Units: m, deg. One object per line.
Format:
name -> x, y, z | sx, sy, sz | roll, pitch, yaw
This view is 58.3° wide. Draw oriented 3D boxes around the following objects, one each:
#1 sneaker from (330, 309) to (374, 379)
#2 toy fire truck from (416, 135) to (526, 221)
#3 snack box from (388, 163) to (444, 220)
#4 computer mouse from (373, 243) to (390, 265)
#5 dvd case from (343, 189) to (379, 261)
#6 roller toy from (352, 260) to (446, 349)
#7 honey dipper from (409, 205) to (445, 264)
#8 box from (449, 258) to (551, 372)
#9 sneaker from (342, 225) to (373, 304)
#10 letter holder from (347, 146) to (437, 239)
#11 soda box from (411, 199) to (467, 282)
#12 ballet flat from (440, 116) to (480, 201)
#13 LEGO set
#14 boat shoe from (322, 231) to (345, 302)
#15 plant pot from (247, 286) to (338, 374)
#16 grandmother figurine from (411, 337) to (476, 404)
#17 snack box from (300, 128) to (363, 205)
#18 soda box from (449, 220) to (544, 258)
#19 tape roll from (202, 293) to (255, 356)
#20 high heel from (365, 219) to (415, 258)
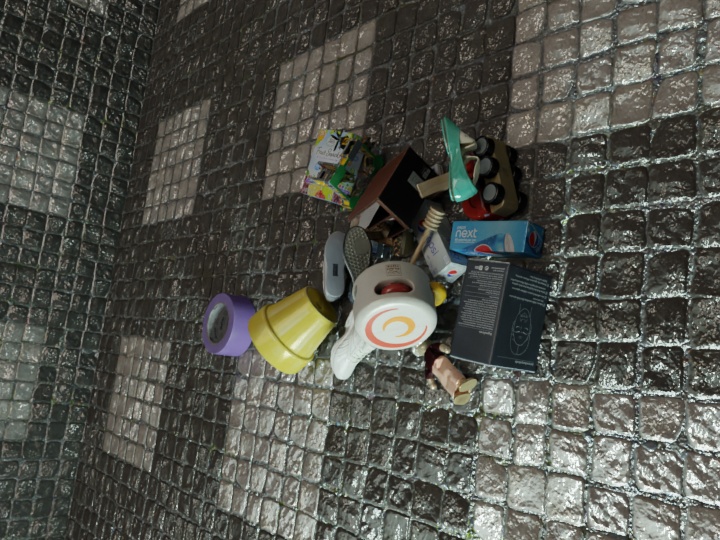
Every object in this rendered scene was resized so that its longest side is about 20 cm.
sneaker -> -0.008, 0.193, 1.639 | 0.099, 0.078, 0.200 | 28, 102, 45
toy fire truck -> 0.240, -0.181, 1.430 | 0.200, 0.129, 0.176 | -31, 57, 46
snack box -> 0.131, -0.190, 1.627 | 0.200, 0.024, 0.072 | -29, 57, 41
computer mouse -> 0.034, -0.031, 1.686 | 0.059, 0.034, 0.200 | 35, 106, 47
dvd case -> 0.012, -0.126, 1.721 | 0.143, 0.018, 0.200 | -13, 64, 56
roller toy -> 0.075, 0.073, 1.442 | 0.200, 0.182, 0.140 | -38, 37, 30
honey dipper -> 0.137, -0.051, 1.473 | 0.038, 0.038, 0.200 | 45, 120, 45
box -> 0.280, 0.090, 1.281 | 0.107, 0.148, 0.200 | 7, 84, 50
sneaker -> -0.002, 0.001, 1.617 | 0.146, 0.077, 0.203 | 97, 164, -77
letter holder -> 0.072, -0.170, 1.524 | 0.142, 0.101, 0.200 | -30, 24, 48
soda box -> 0.179, -0.072, 1.504 | 0.063, 0.068, 0.200 | -45, 48, 34
ballet flat -> 0.216, -0.240, 1.367 | 0.070, 0.067, 0.200 | -11, 69, 17
LEGO set -> -0.045, -0.269, 1.735 | 0.116, 0.154, 0.200 | 19, 83, 48
boat shoe -> -0.076, -0.010, 1.777 | 0.065, 0.074, 0.200 | 128, 154, -61
plant pot -> -0.172, 0.148, 1.761 | 0.189, 0.201, 0.201 | -41, 50, 15
grandmother figurine -> 0.176, 0.212, 1.437 | 0.200, 0.061, 0.121 | 51, 124, 46
snack box -> -0.079, -0.300, 1.867 | 0.169, 0.068, 0.200 | 21, 94, 50
soda box -> 0.288, -0.067, 1.382 | 0.200, 0.064, 0.068 | 4, 82, 50
tape roll -> -0.433, 0.179, 2.121 | 0.200, 0.085, 0.200 | -17, 67, 46
high heel -> 0.057, -0.066, 1.552 | 0.142, 0.071, 0.200 | -14, 26, 18
